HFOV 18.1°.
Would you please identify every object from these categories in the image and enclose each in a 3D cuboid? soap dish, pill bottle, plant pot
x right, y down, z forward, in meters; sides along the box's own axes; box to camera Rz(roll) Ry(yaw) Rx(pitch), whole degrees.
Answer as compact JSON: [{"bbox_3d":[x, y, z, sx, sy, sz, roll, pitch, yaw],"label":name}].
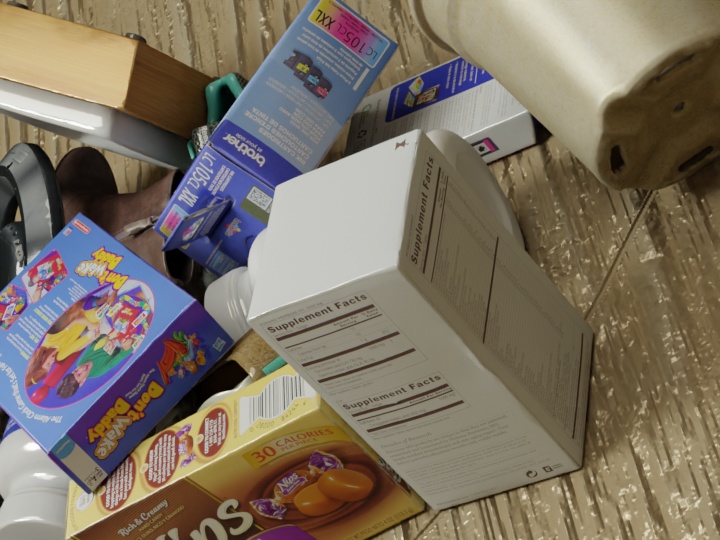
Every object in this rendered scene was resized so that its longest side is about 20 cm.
[{"bbox_3d":[-0.195,-0.137,1.733,0.156,0.200,0.082,16,88,24],"label":"soap dish"},{"bbox_3d":[0.000,0.000,1.502,0.199,0.113,0.113,-30,36,21],"label":"pill bottle"},{"bbox_3d":[-0.190,0.116,1.575,0.112,0.112,0.201,-17,42,33],"label":"pill bottle"},{"bbox_3d":[0.160,-0.157,1.439,0.200,0.200,0.184,-39,57,7],"label":"plant pot"}]

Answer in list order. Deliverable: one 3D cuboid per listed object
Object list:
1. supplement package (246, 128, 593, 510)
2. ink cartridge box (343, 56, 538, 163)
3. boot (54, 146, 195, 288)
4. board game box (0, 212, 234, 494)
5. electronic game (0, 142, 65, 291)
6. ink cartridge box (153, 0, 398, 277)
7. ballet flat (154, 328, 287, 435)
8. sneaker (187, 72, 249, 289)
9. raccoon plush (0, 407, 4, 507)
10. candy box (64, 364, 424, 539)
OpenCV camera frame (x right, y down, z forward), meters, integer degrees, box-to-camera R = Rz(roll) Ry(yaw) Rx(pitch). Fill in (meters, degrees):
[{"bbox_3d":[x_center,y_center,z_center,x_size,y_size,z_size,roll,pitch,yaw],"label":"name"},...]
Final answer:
[{"bbox_3d":[0.040,0.032,1.346,0.109,0.200,0.114,-20,40,30],"label":"supplement package"},{"bbox_3d":[0.075,-0.114,1.615,0.199,0.037,0.095,-24,38,31],"label":"ink cartridge box"},{"bbox_3d":[-0.177,-0.038,1.735,0.166,0.072,0.201,-35,46,41],"label":"boot"},{"bbox_3d":[-0.183,0.050,1.493,0.134,0.045,0.200,-46,33,-8],"label":"board game box"},{"bbox_3d":[-0.261,0.002,1.745,0.200,0.041,0.202,-179,90,-66],"label":"electronic game"},{"bbox_3d":[-0.067,-0.083,1.592,0.201,0.076,0.137,-59,5,-34],"label":"ink cartridge box"},{"bbox_3d":[-0.094,0.096,1.477,0.072,0.068,0.200,-41,1,-41],"label":"ballet flat"},{"bbox_3d":[-0.100,-0.067,1.694,0.077,0.091,0.201,-24,39,28],"label":"sneaker"},{"bbox_3d":[-0.313,0.178,1.693,0.134,0.097,0.200,-51,3,13],"label":"raccoon plush"},{"bbox_3d":[-0.074,0.141,1.422,0.199,0.117,0.057,-29,37,20],"label":"candy box"}]
